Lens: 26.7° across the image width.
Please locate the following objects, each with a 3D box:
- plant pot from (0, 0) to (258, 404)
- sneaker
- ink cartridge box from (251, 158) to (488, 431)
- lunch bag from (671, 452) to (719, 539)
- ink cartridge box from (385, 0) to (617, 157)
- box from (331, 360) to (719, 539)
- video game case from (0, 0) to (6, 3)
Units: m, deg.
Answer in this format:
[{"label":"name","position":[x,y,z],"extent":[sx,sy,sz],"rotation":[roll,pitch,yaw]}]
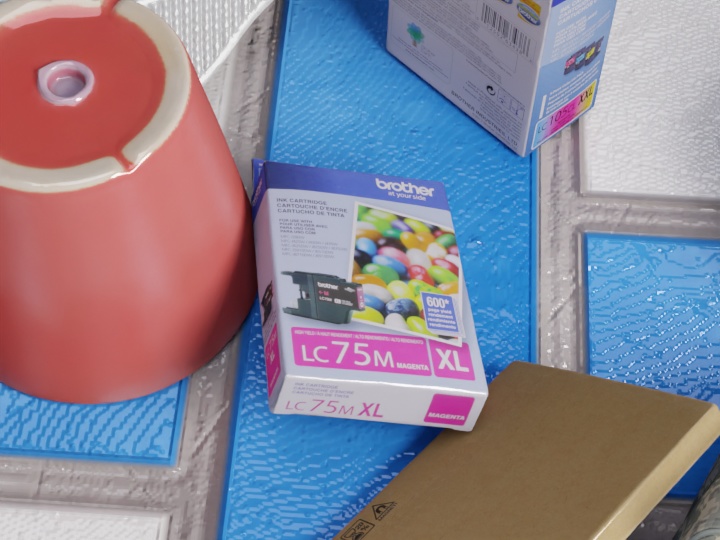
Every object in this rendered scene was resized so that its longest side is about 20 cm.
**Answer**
[{"label":"plant pot","position":[-0.159,-0.051,0.873],"extent":[0.199,0.178,0.202],"rotation":[0,56,0]},{"label":"sneaker","position":[-0.118,-0.174,1.017],"extent":[0.200,0.079,0.079],"rotation":[-42,29,-11]},{"label":"ink cartridge box","position":[0.000,0.000,0.889],"extent":[0.118,0.042,0.201],"rotation":[6,44,-16]},{"label":"lunch bag","position":[0.256,0.155,0.772],"extent":[0.199,0.140,0.168],"rotation":[29,43,16]},{"label":"ink cartridge box","position":[0.090,-0.187,0.950],"extent":[0.076,0.201,0.136],"rotation":[-39,65,-23]},{"label":"box","position":[0.071,0.127,0.792],"extent":[0.200,0.021,0.163],"rotation":[-41,26,-24]},{"label":"video game case","position":[-0.222,-0.213,1.071],"extent":[0.182,0.023,0.200],"rotation":[32,62,19]}]
